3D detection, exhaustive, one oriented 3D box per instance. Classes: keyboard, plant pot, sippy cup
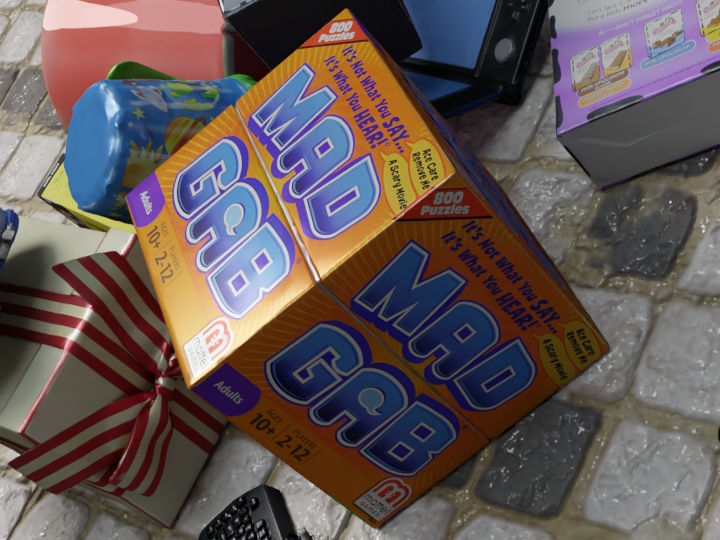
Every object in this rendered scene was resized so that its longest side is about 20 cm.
[{"bbox_3d":[-0.059,0.215,0.941,0.104,0.040,0.201,-39,42,11],"label":"keyboard"},{"bbox_3d":[-0.143,-0.190,1.237,0.176,0.201,0.202,6,62,32],"label":"plant pot"},{"bbox_3d":[-0.146,-0.085,1.075,0.177,0.129,0.141,12,96,55],"label":"sippy cup"}]

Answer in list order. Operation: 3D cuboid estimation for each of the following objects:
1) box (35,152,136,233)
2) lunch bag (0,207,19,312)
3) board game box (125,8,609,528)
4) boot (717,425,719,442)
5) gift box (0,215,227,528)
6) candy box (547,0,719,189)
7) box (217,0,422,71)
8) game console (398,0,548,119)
[{"bbox_3d":[-0.200,-0.047,1.249,0.199,0.075,0.050,21,75,47],"label":"box"},{"bbox_3d":[-0.325,0.028,1.042,0.200,0.075,0.161,-38,29,30],"label":"lunch bag"},{"bbox_3d":[0.000,0.000,0.937,0.199,0.200,0.200,-39,41,10],"label":"board game box"},{"bbox_3d":[0.276,0.011,0.788,0.197,0.073,0.163,-23,48,16],"label":"boot"},{"bbox_3d":[-0.205,0.073,1.067,0.186,0.200,0.186,11,71,43],"label":"gift box"},{"bbox_3d":[0.218,-0.178,0.990,0.167,0.072,0.201,-21,47,28],"label":"candy box"},{"bbox_3d":[-0.054,-0.248,1.054,0.106,0.148,0.201,-26,64,10],"label":"box"},{"bbox_3d":[0.029,-0.188,1.119,0.199,0.118,0.172,20,94,47],"label":"game console"}]
